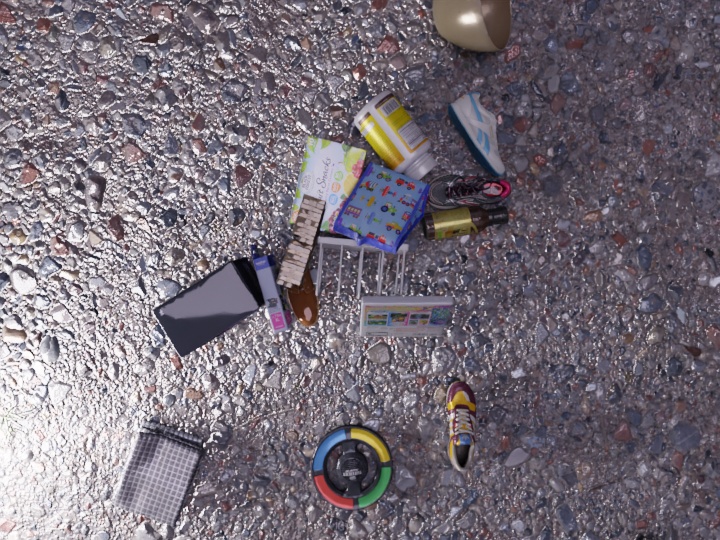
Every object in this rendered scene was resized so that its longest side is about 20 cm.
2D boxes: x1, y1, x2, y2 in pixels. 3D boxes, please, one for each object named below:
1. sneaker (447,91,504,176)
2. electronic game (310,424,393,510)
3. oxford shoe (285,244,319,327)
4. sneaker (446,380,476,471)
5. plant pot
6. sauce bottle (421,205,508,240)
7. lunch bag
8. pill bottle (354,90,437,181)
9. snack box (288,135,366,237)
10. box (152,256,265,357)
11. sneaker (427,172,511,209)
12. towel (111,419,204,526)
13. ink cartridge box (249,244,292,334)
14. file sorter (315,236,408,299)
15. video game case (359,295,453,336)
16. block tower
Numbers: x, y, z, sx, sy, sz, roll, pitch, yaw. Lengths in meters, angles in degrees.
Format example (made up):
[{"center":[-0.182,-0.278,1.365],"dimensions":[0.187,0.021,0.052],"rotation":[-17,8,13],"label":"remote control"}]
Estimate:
[{"center":[0.282,-0.311,1.419],"dimensions":[0.080,0.077,0.202],"rotation":[-32,95,-2],"label":"sneaker"},{"center":[-0.020,0.465,1.465],"dimensions":[0.195,0.042,0.205],"rotation":[0,93,-2],"label":"electronic game"},{"center":[-0.140,0.034,1.427],"dimensions":[0.070,0.071,0.204],"rotation":[-12,95,-3],"label":"oxford shoe"},{"center":[0.240,0.363,1.443],"dimensions":[0.073,0.090,0.205],"rotation":[-3,93,-1],"label":"sneaker"},{"center":[0.237,-0.576,1.365],"dimensions":[0.132,0.199,0.205],"rotation":[-1,94,33],"label":"plant pot"},{"center":[0.242,-0.114,1.432],"dimensions":[0.196,0.065,0.066],"rotation":[-9,93,0],"label":"sauce bottle"},{"center":[0.042,-0.123,1.342],"dimensions":[0.148,0.095,0.201],"rotation":[23,49,14],"label":"lunch bag"},{"center":[0.083,-0.294,1.396],"dimensions":[0.109,0.109,0.201],"rotation":[-39,93,1],"label":"pill bottle"},{"center":[-0.075,-0.191,1.425],"dimensions":[0.139,0.053,0.204],"rotation":[13,93,-1],"label":"snack box"},{"center":[-0.318,0.075,1.359],"dimensions":[0.198,0.198,0.125],"rotation":[-32,93,1],"label":"box"},{"center":[0.247,-0.188,1.424],"dimensions":[0.196,0.075,0.082],"rotation":[-6,93,-1],"label":"sneaker"},{"center":[-0.464,0.467,1.430],"dimensions":[0.163,0.086,0.204],"rotation":[20,92,-3],"label":"towel"},{"center":[-0.200,0.034,1.399],"dimensions":[0.041,0.119,0.204],"rotation":[-18,93,-1],"label":"ink cartridge box"},{"center":[0.000,0.000,1.389],"dimensions":[0.196,0.139,0.127],"rotation":[4,88,-2],"label":"file sorter"},{"center":[0.098,0.105,1.389],"dimensions":[0.195,0.183,0.024],"rotation":[0,61,-2],"label":"video game case"},{"center":[-0.128,-0.061,1.368],"dimensions":[0.053,0.058,0.204],"rotation":[17,87,2],"label":"block tower"}]
